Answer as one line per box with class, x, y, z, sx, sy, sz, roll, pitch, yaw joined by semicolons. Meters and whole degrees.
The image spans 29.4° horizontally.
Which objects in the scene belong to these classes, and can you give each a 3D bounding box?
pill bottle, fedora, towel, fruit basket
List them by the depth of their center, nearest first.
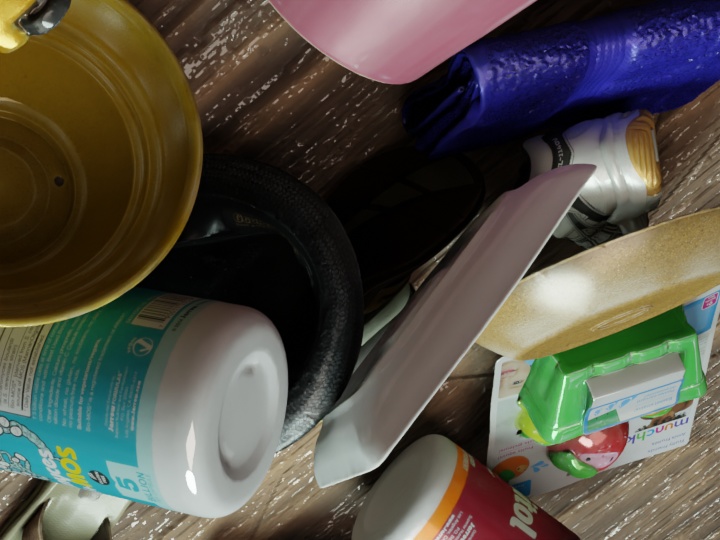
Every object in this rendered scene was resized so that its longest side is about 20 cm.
pill bottle;-0.147;0.060;0.735;0.199;0.111;0.111;9;135;22
towel;0.134;-0.113;0.805;0.199;0.148;0.050;-15;87;-13
fedora;-0.080;0.025;0.820;0.201;0.201;0.092;-45;163;14
pill bottle;0.100;0.221;1.017;0.200;0.113;0.113;38;107;-12
fruit basket;0.182;0.104;1.024;0.184;0.094;0.201;-15;134;-12

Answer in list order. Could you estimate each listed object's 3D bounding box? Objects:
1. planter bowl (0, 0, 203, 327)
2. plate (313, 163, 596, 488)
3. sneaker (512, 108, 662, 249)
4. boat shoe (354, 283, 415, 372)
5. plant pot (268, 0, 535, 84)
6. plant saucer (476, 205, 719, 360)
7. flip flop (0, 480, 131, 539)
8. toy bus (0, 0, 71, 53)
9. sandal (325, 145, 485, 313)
planter bowl;-0.188;-0.057;0.706;0.200;0.201;0.083;-3;163;-22
plate;0.040;0.032;0.780;0.032;0.200;0.200;38;75;-1
sneaker;0.140;-0.051;0.875;0.087;0.076;0.200;-7;162;7
boat shoe;-0.040;0.078;0.915;0.201;0.072;0.061;-36;128;3
plant pot;0.040;-0.197;0.669;0.199;0.201;0.179;20;132;-35
plant saucer;0.159;0.015;0.864;0.199;0.036;0.200;-20;168;-4
flip flop;-0.198;0.189;0.942;0.081;0.058;0.200;19;116;-34
toy bus;-0.127;-0.200;0.653;0.200;0.078;0.065;-42;131;11
sandal;0.000;0.000;0.872;0.200;0.082;0.055;-48;150;11
